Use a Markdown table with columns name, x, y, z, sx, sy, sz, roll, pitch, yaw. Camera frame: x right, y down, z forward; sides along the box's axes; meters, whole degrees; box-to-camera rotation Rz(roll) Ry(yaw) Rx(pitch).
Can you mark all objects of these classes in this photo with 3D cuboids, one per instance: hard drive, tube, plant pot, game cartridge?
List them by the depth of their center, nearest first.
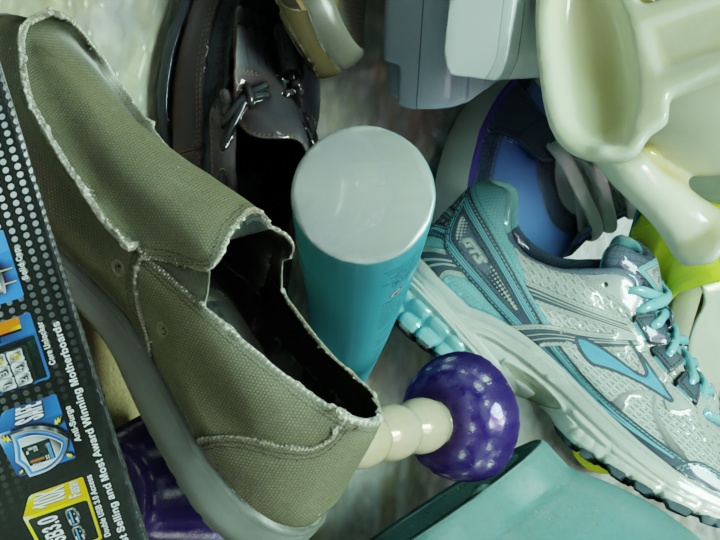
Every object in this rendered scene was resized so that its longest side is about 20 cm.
| name | x | y | z | sx | sy | sz | roll | pitch | yaw |
| --- | --- | --- | --- | --- | --- | --- | --- | --- | --- |
| tube | 0.000 | 0.000 | 1.000 | 0.200 | 0.050 | 0.078 | 93 | 15 | -74 |
| hard drive | 0.076 | -0.144 | 1.044 | 0.200 | 0.027 | 0.132 | -17 | 114 | -73 |
| plant pot | 0.060 | 0.153 | 1.051 | 0.200 | 0.200 | 0.134 | -32 | 89 | -48 |
| game cartridge | 0.054 | -0.149 | 1.077 | 0.200 | 0.041 | 0.133 | -41 | 133 | -67 |

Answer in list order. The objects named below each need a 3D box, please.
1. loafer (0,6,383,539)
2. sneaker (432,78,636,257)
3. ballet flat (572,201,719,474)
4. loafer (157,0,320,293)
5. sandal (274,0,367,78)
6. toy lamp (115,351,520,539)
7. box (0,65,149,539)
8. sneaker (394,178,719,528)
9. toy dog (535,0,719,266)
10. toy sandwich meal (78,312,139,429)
| name | x | y | z | sx | sy | sz | roll | pitch | yaw |
| --- | --- | --- | --- | --- | --- | --- | --- | --- | --- |
| loafer | -0.056 | -0.008 | 0.842 | 0.200 | 0.070 | 0.075 | 56 | 27 | 7 |
| sneaker | 0.134 | -0.062 | 1.156 | 0.200 | 0.146 | 0.081 | -50 | 128 | -40 |
| ballet flat | 0.137 | 0.045 | 1.166 | 0.067 | 0.067 | 0.200 | -14 | 141 | -19 |
| loafer | -0.040 | -0.032 | 0.994 | 0.072 | 0.063 | 0.200 | 24 | 72 | -50 |
| sandal | -0.003 | -0.166 | 1.018 | 0.082 | 0.054 | 0.200 | 52 | 31 | -47 |
| toy lamp | -0.021 | 0.064 | 0.930 | 0.200 | 0.058 | 0.058 | -9 | 98 | -53 |
| box | -0.172 | 0.042 | 0.744 | 0.193 | 0.048 | 0.200 | -18 | 111 | -9 |
| sneaker | 0.108 | 0.035 | 1.083 | 0.086 | 0.200 | 0.078 | -57 | 177 | 5 |
| toy dog | 0.135 | -0.094 | 1.035 | 0.194 | 0.139 | 0.200 | 65 | 6 | 22 |
| toy sandwich meal | -0.138 | 0.046 | 0.871 | 0.205 | 0.070 | 0.206 | 22 | 65 | -59 |
